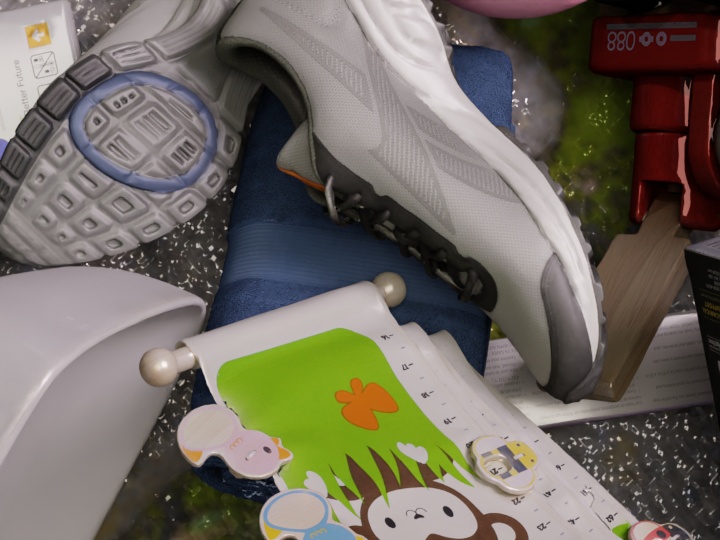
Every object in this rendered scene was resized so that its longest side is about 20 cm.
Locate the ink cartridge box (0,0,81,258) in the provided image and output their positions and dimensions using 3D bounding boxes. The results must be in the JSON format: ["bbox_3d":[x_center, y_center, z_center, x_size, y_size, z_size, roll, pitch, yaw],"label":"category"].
[{"bbox_3d":[-0.203,-0.041,0.843,0.198,0.037,0.096,-13,85,-10],"label":"ink cartridge box"}]

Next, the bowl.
[{"bbox_3d":[-0.146,0.084,0.742,0.074,0.200,0.201,29,100,6],"label":"bowl"}]

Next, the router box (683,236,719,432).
[{"bbox_3d":[0.227,0.044,0.746,0.198,0.052,0.159,-16,102,-14],"label":"router box"}]

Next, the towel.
[{"bbox_3d":[0.000,0.000,0.825,0.110,0.049,0.202,10,63,1],"label":"towel"}]

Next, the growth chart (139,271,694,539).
[{"bbox_3d":[0.029,0.074,0.718,0.200,0.018,0.144,40,39,20],"label":"growth chart"}]

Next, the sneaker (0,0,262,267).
[{"bbox_3d":[-0.076,-0.075,0.826,0.200,0.087,0.075,-47,107,-22],"label":"sneaker"}]

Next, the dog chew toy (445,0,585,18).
[{"bbox_3d":[0.027,-0.188,0.798,0.125,0.125,0.200,-44,70,-9],"label":"dog chew toy"}]

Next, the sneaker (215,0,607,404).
[{"bbox_3d":[0.021,-0.031,0.772,0.079,0.074,0.201,-33,79,-14],"label":"sneaker"}]

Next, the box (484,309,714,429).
[{"bbox_3d":[0.058,0.049,0.856,0.198,0.039,0.042,-9,84,-7],"label":"box"}]

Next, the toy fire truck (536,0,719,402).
[{"bbox_3d":[0.152,-0.046,0.806,0.128,0.175,0.202,4,91,-38],"label":"toy fire truck"}]
